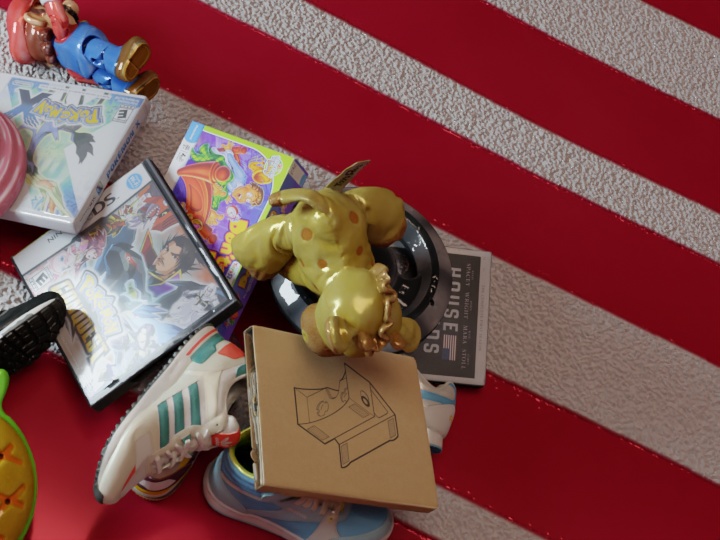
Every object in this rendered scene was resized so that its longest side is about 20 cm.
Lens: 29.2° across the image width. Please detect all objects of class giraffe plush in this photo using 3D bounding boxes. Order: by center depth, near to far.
[{"bbox_3d":[-0.014,0.011,1.314,0.171,0.200,0.164,-12,74,-21],"label":"giraffe plush"}]

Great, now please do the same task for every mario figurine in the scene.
[{"bbox_3d":[-0.308,-0.265,1.547,0.199,0.125,0.106,27,26,21],"label":"mario figurine"}]

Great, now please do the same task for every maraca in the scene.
[{"bbox_3d":[-0.370,0.176,1.274,0.136,0.107,0.203,-8,86,-27],"label":"maraca"}]

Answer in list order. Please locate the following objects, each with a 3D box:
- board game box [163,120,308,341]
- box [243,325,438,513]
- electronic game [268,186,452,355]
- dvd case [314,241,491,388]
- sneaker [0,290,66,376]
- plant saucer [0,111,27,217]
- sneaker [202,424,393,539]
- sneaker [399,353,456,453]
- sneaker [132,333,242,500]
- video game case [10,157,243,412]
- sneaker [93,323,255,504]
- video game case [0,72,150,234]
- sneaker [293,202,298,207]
[{"bbox_3d":[-0.158,-0.041,1.440,0.133,0.045,0.202,20,78,24],"label":"board game box"},{"bbox_3d":[-0.019,0.144,1.329,0.198,0.021,0.165,13,55,-32],"label":"box"},{"bbox_3d":[0.000,0.000,1.453,0.197,0.042,0.202,5,61,-9],"label":"electronic game"},{"bbox_3d":[0.044,0.044,1.504,0.197,0.025,0.152,6,80,-12],"label":"dvd case"},{"bbox_3d":[-0.384,0.071,1.350,0.199,0.076,0.088,-39,68,-18],"label":"sneaker"},{"bbox_3d":[-0.447,-0.110,1.425,0.198,0.051,0.202,-3,53,4],"label":"plant saucer"},{"bbox_3d":[-0.051,0.212,1.346,0.198,0.131,0.080,15,57,-8],"label":"sneaker"},{"bbox_3d":[0.006,0.118,1.444,0.198,0.076,0.081,27,70,-11],"label":"sneaker"},{"bbox_3d":[-0.167,0.132,1.382,0.074,0.090,0.201,24,58,-1],"label":"sneaker"},{"bbox_3d":[-0.241,0.011,1.404,0.180,0.026,0.201,-35,64,0],"label":"video game case"},{"bbox_3d":[-0.163,0.146,1.283,0.093,0.071,0.200,33,60,7],"label":"sneaker"},{"bbox_3d":[-0.348,-0.130,1.474,0.198,0.022,0.184,11,56,19],"label":"video game case"},{"bbox_3d":[-0.069,-0.057,1.516,0.197,0.090,0.079,6,58,-13],"label":"sneaker"}]
